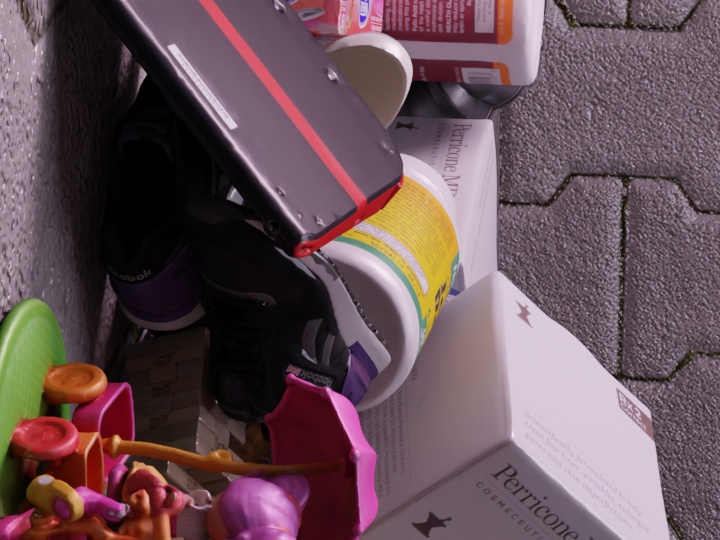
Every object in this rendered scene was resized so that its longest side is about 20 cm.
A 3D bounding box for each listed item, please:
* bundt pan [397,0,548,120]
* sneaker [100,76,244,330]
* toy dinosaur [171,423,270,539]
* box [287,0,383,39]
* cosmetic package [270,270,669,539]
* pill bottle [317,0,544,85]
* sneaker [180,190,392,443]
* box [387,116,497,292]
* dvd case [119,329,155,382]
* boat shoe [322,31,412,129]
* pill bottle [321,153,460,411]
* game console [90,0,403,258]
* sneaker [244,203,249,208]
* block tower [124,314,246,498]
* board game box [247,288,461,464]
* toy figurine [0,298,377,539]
[{"bbox_3d":[0.037,-0.195,1.914,0.076,0.202,0.202,-14,107,-73],"label":"bundt pan"},{"bbox_3d":[-0.098,-0.074,1.407,0.088,0.076,0.200,64,30,-62],"label":"sneaker"},{"bbox_3d":[-0.092,0.148,1.536,0.200,0.060,0.106,-45,129,-58],"label":"toy dinosaur"},{"bbox_3d":[-0.045,-0.200,1.662,0.200,0.102,0.095,-26,120,-82],"label":"box"},{"bbox_3d":[0.067,0.144,1.630,0.165,0.200,0.165,41,29,-28],"label":"cosmetic package"},{"bbox_3d":[0.028,-0.192,1.813,0.114,0.200,0.114,4,90,-82],"label":"pill bottle"},{"bbox_3d":[-0.049,0.037,1.376,0.088,0.076,0.200,-58,144,-15],"label":"sneaker"},{"bbox_3d":[0.007,0.018,1.852,0.199,0.171,0.200,-75,166,-55],"label":"box"},{"bbox_3d":[-0.112,0.089,1.573,0.200,0.025,0.151,-67,159,-64],"label":"dvd case"},{"bbox_3d":[-0.029,-0.108,1.654,0.201,0.070,0.072,-40,-159,47],"label":"boat shoe"},{"bbox_3d":[0.000,0.000,1.582,0.200,0.113,0.113,-60,152,-64],"label":"pill bottle"},{"bbox_3d":[-0.064,-0.103,1.357,0.200,0.031,0.177,52,26,2],"label":"game console"},{"bbox_3d":[-0.063,-0.064,1.591,0.200,0.080,0.074,70,9,-63],"label":"sneaker"},{"bbox_3d":[-0.097,0.041,1.446,0.058,0.054,0.200,49,35,-49],"label":"block tower"},{"bbox_3d":[-0.024,0.080,1.738,0.062,0.200,0.200,-78,-178,-52],"label":"board game box"},{"bbox_3d":[-0.085,0.104,1.221,0.200,0.184,0.150,-68,160,-63],"label":"toy figurine"}]
